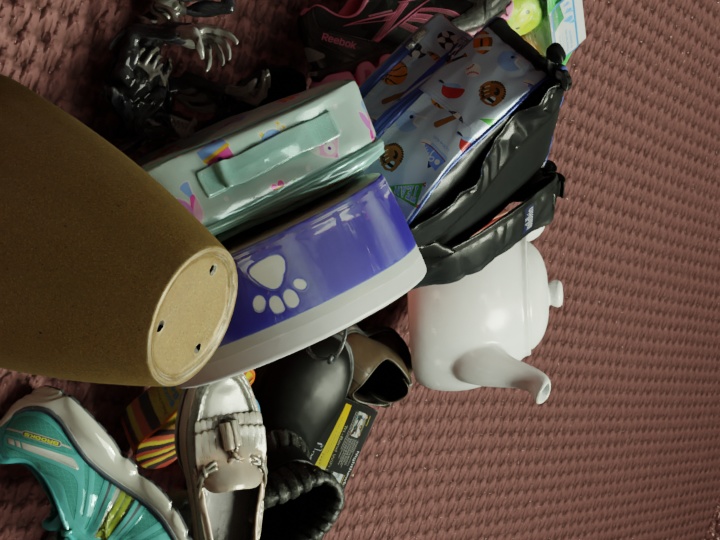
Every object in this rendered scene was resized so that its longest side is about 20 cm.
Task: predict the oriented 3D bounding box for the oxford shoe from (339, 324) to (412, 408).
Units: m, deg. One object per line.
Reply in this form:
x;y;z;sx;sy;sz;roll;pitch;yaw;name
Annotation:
0.013;0.099;1.804;0.073;0.084;0.200;-49;162;10;oxford shoe

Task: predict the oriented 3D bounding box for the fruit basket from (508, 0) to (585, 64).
0.130;-0.206;1.797;0.200;0.094;0.186;-51;151;-24;fruit basket

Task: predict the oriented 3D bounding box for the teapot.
0.121;0.019;1.830;0.197;0.145;0.201;-38;124;-84;teapot

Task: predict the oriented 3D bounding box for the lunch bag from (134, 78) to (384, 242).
-0.090;-0.066;1.358;0.200;0.160;0.077;-28;100;-28;lunch bag

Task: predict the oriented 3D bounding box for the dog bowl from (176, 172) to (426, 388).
-0.058;0.006;1.358;0.200;0.200;0.079;-33;101;-51;dog bowl

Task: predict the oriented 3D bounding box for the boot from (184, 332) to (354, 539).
-0.054;0.149;1.615;0.079;0.158;0.211;36;82;-21;boot

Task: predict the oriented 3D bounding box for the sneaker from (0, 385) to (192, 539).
-0.193;0.176;1.407;0.080;0.200;0.077;-47;-169;-19;sneaker

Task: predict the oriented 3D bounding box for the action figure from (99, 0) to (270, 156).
-0.118;-0.157;1.338;0.119;0.102;0.201;29;82;-76;action figure

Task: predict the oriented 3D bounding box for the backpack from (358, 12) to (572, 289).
0.061;-0.090;1.484;0.191;0.154;0.200;-49;158;-21;backpack

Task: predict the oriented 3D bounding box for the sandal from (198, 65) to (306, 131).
-0.099;-0.089;1.493;0.200;0.043;0.076;-46;148;-38;sandal

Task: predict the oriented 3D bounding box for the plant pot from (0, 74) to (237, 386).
-0.185;-0.007;1.213;0.186;0.199;0.187;-42;144;-41;plant pot

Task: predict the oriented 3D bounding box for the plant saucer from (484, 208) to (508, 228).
0.000;0.000;1.638;0.199;0.037;0.200;-24;173;-45;plant saucer

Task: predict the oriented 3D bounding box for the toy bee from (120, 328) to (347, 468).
-0.125;0.079;1.488;0.200;0.131;0.109;-54;147;9;toy bee

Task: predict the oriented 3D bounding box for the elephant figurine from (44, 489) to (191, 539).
-0.196;0.262;1.505;0.199;0.141;0.156;-20;99;-34;elephant figurine

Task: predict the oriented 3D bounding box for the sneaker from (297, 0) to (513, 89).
0.035;-0.210;1.568;0.199;0.079;0.096;-24;97;-23;sneaker

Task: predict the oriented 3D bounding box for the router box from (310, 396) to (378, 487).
-0.070;0.200;1.776;0.201;0.052;0.157;-66;155;-4;router box

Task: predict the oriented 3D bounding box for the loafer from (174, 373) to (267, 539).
-0.097;0.168;1.432;0.072;0.063;0.201;-7;110;-25;loafer
